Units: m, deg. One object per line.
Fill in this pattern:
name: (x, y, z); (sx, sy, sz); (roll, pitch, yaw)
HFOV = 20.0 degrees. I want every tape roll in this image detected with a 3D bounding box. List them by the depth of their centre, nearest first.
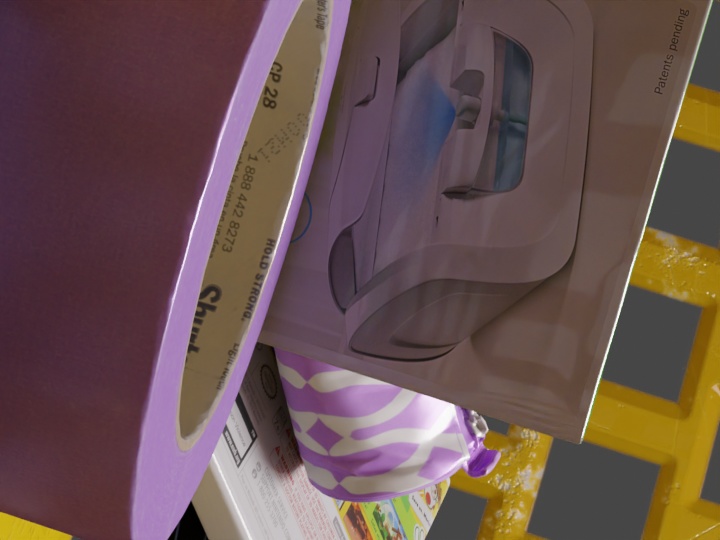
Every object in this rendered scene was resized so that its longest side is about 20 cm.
tape roll: (-0.058, -0.026, 0.572); (0.200, 0.065, 0.202); (18, 90, -85)

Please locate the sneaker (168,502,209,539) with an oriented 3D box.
sneaker: (-0.060, 0.098, 0.932); (0.200, 0.077, 0.071); (-65, 172, -63)

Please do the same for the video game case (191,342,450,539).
video game case: (-0.024, 0.071, 0.911); (0.201, 0.023, 0.182); (68, 29, -25)

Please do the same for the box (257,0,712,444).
box: (0.024, -0.064, 0.718); (0.097, 0.175, 0.202); (-17, 125, -84)

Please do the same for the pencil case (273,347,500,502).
pencil case: (0.000, 0.000, 0.838); (0.084, 0.085, 0.202); (-45, 128, -50)
